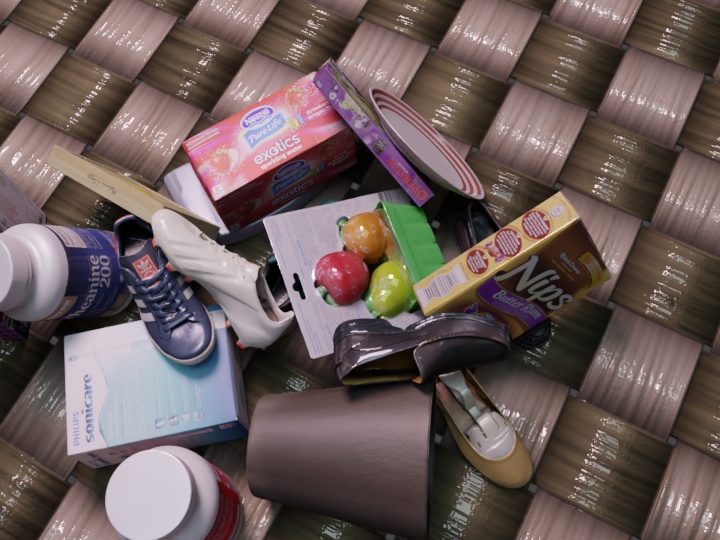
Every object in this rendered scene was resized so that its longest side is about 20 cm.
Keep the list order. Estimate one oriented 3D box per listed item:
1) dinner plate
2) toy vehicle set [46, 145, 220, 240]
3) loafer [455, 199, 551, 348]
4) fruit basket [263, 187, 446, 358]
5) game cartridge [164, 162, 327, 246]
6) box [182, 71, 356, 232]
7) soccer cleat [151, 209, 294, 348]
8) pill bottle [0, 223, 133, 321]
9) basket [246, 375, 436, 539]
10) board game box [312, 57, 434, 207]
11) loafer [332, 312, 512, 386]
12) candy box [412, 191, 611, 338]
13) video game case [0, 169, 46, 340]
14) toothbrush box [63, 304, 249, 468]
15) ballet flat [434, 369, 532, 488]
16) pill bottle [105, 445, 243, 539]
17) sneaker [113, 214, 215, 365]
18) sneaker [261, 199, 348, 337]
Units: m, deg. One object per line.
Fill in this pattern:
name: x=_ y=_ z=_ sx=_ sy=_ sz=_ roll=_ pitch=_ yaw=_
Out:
dinner plate: x=0.080 y=-0.157 z=1.014 sx=0.024 sy=0.200 sz=0.201 roll=-44 pitch=69 yaw=19
toy vehicle set: x=-0.287 y=-0.095 z=1.011 sx=0.199 sy=0.124 sz=0.027 roll=28 pitch=92 yaw=25
loafer: x=0.176 y=0.002 z=0.995 sx=0.071 sy=0.063 sz=0.202 roll=-23 pitch=68 yaw=-8
fruit basket: x=0.000 y=0.000 z=0.970 sx=0.198 sy=0.094 sz=0.187 roll=-16 pitch=71 yaw=-18
game cartridge: x=-0.152 y=-0.115 z=1.079 sx=0.198 sy=0.041 sz=0.134 roll=-28 pitch=73 yaw=-8
box: x=-0.113 y=-0.151 z=1.021 sx=0.199 sy=0.096 sz=0.100 roll=-30 pitch=68 yaw=-9
soccer cleat: x=-0.156 y=0.000 z=0.914 sx=0.077 sy=0.069 sz=0.201 roll=-35 pitch=101 yaw=24
pill bottle: x=-0.365 y=0.003 z=0.943 sx=0.110 sy=0.200 sz=0.113 roll=0 pitch=89 yaw=22
basket: x=-0.018 y=0.205 z=0.892 sx=0.197 sy=0.136 sz=0.183 roll=1 pitch=75 yaw=8
board game box: x=0.017 y=-0.175 z=0.998 sx=0.032 sy=0.120 sz=0.200 roll=-39 pitch=104 yaw=9
loafer: x=0.067 y=0.095 z=0.864 sx=0.197 sy=0.073 sz=0.073 roll=-6 pitch=38 yaw=7
candy box: x=0.173 y=0.013 z=0.909 sx=0.199 sy=0.117 sz=0.057 roll=-34 pitch=41 yaw=10
video game case: x=-0.455 y=-0.031 z=0.974 sx=0.035 sy=0.200 sz=0.184 roll=-2 pitch=68 yaw=4
toothbrush box: x=-0.243 y=0.139 z=0.952 sx=0.197 sy=0.086 sz=0.148 roll=-12 pitch=66 yaw=-3
ballet flat: x=0.128 y=0.167 z=0.932 sx=0.068 sy=0.063 sz=0.201 roll=-35 pitch=70 yaw=-10
pill bottle: x=-0.195 y=0.250 z=0.843 sx=0.111 sy=0.200 sz=0.114 roll=-1 pitch=68 yaw=3
sneaker: x=-0.235 y=0.018 z=0.917 sx=0.075 sy=0.085 sz=0.201 roll=-32 pitch=63 yaw=-13
sneaker: x=-0.071 y=-0.014 z=1.006 sx=0.071 sy=0.080 sz=0.201 roll=23 pitch=71 yaw=15
